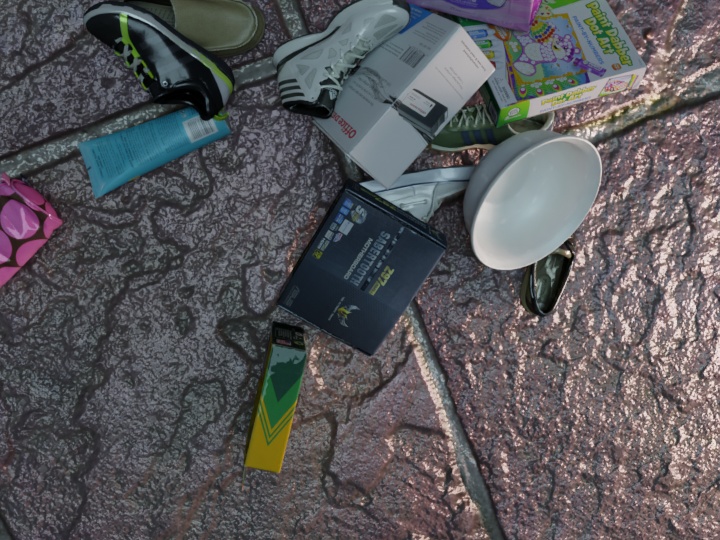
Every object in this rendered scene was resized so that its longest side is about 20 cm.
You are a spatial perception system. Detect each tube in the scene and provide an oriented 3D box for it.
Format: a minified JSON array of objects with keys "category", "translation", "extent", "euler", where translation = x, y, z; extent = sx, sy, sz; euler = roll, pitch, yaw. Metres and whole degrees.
[{"category":"tube","translation":[-0.270,-0.168,0.966],"extent":[0.199,0.050,0.078],"euler":[-22,78,-1]}]

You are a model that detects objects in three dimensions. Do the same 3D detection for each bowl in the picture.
[{"category":"bowl","translation":[0.208,-0.106,0.960],"extent":[0.200,0.091,0.202],"euler":[-18,135,-19]}]

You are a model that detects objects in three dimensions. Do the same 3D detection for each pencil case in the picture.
[{"category":"pencil case","translation":[-0.484,-0.028,0.941],"extent":[0.200,0.091,0.094],"euler":[-47,136,0]}]

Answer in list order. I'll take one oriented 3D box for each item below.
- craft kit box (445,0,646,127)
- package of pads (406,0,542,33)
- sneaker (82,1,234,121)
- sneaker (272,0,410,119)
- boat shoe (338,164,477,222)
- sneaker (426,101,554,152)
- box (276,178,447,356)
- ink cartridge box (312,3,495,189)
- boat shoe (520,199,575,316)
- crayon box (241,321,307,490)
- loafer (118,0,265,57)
[{"category":"craft kit box","translation":[0.235,-0.299,0.955],"extent":[0.196,0.049,0.201],"euler":[-16,64,-7]},{"category":"package of pads","translation":[0.134,-0.383,0.912],"extent":[0.199,0.121,0.076],"euler":[19,60,14]},{"category":"sneaker","translation":[-0.245,-0.249,0.890],"extent":[0.199,0.072,0.083],"euler":[25,67,-19]},{"category":"sneaker","translation":[-0.018,-0.255,0.921],"extent":[0.199,0.076,0.116],"euler":[-20,66,27]},{"category":"boat shoe","translation":[0.075,-0.092,1.005],"extent":[0.200,0.075,0.087],"euler":[-11,99,-3]},{"category":"sneaker","translation":[0.167,-0.204,0.982],"extent":[0.199,0.090,0.068],"euler":[8,62,-11]},{"category":"box","translation":[0.000,0.000,0.992],"extent":[0.157,0.051,0.201],"euler":[29,114,-11]},{"category":"ink cartridge box","translation":[0.049,-0.223,0.930],"extent":[0.200,0.145,0.084],"euler":[-47,126,7]},{"category":"boat shoe","translation":[0.277,-0.031,1.042],"extent":[0.073,0.065,0.202],"euler":[4,98,-7]},{"category":"crayon box","translation":[-0.118,0.184,0.997],"extent":[0.050,0.127,0.202],"euler":[13,98,-9]},{"category":"loafer","translation":[-0.222,-0.314,0.937],"extent":[0.198,0.067,0.077],"euler":[-2,102,-4]}]
